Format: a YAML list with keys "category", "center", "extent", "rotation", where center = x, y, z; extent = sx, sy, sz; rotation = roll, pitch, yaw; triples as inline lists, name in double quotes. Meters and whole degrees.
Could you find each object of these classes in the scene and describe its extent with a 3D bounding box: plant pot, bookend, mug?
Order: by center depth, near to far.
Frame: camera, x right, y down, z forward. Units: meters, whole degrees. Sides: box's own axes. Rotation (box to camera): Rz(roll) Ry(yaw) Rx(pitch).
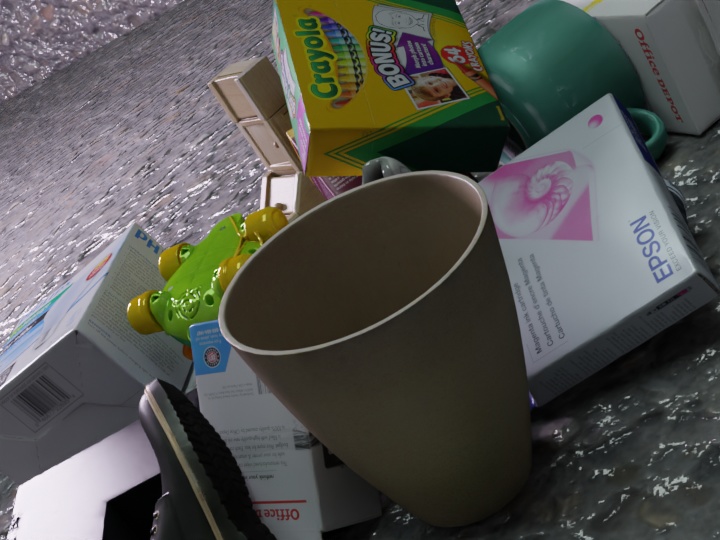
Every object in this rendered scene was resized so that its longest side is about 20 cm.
- category: "plant pot"
  center: [0.034, 0.069, 0.841]
  extent: [0.187, 0.200, 0.187]
  rotation: [-22, 27, 12]
- category: "bookend"
  center: [-0.171, 0.210, 0.985]
  extent: [0.200, 0.092, 0.199]
  rotation: [-30, 25, 6]
- category: "mug"
  center: [0.175, -0.155, 1.165]
  extent: [0.114, 0.152, 0.185]
  rotation: [-39, 23, -14]

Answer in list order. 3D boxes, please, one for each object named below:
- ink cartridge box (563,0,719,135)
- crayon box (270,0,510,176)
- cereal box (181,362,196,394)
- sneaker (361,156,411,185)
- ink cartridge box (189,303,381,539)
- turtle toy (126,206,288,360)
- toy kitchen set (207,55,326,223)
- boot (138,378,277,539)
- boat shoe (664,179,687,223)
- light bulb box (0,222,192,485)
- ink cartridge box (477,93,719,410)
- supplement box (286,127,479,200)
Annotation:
- category: "ink cartridge box"
  center: [0.283, -0.216, 1.175]
  extent: [0.125, 0.129, 0.200]
  rotation: [-40, 25, -15]
- category: "crayon box"
  center: [0.020, -0.170, 1.124]
  extent: [0.172, 0.058, 0.200]
  rotation: [-2, 45, -14]
- category: "cereal box"
  center: [-0.102, 0.083, 1.204]
  extent: [0.144, 0.040, 0.200]
  rotation: [-24, 25, 24]
- category: "sneaker"
  center: [0.000, 0.000, 1.030]
  extent: [0.075, 0.081, 0.200]
  rotation: [8, 69, 32]
- category: "ink cartridge box"
  center: [-0.054, 0.130, 0.936]
  extent: [0.116, 0.200, 0.067]
  rotation: [-10, -4, 43]
- category: "turtle toy"
  center: [-0.115, 0.011, 1.182]
  extent: [0.146, 0.101, 0.200]
  rotation: [-20, 27, 30]
- category: "toy kitchen set"
  center: [-0.099, -0.101, 1.356]
  extent: [0.180, 0.200, 0.163]
  rotation: [-46, 25, -26]
- category: "boot"
  center: [-0.143, 0.191, 0.888]
  extent: [0.138, 0.077, 0.200]
  rotation: [-34, 67, 8]
- category: "boat shoe"
  center: [0.162, -0.006, 0.995]
  extent: [0.200, 0.071, 0.091]
  rotation: [-25, 24, 19]
- category: "light bulb box"
  center: [-0.268, 0.090, 1.262]
  extent: [0.198, 0.125, 0.200]
  rotation: [-36, 21, 25]
- category: "ink cartridge box"
  center: [0.141, -0.008, 0.942]
  extent: [0.200, 0.043, 0.196]
  rotation: [-35, 44, 20]
- category: "supplement box"
  center: [0.034, -0.073, 1.161]
  extent: [0.110, 0.086, 0.200]
  rotation: [-34, 56, -3]
